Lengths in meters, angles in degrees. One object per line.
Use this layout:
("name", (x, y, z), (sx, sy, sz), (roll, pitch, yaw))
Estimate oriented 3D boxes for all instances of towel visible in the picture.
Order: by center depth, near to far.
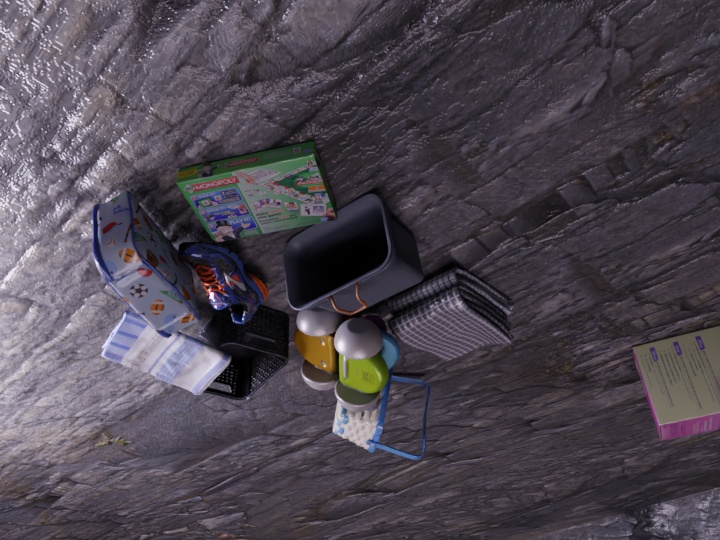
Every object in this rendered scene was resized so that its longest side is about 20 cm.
("towel", (-0.336, 0.148, 1.092), (0.198, 0.024, 0.147), (29, 133, -23))
("towel", (0.168, 0.091, 1.147), (0.164, 0.087, 0.198), (-31, 136, 33))

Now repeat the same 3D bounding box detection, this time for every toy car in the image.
("toy car", (-0.016, 0.133, 1.122), (0.198, 0.149, 0.178), (24, 130, 32))

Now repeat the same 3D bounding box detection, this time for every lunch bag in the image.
("lunch bag", (-0.307, -0.007, 0.914), (0.075, 0.161, 0.202), (-27, 136, -2))

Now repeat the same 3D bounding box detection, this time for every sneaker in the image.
("sneaker", (-0.218, 0.020, 1.005), (0.074, 0.080, 0.200), (0, 149, 33))

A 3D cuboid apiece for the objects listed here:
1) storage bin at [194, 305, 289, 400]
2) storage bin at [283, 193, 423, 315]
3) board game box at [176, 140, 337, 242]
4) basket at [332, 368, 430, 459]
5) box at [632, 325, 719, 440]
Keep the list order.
("storage bin", (-0.231, 0.153, 1.188), (0.133, 0.095, 0.200), (20, 138, -29))
("storage bin", (0.000, 0.000, 0.978), (0.198, 0.148, 0.133), (-28, 148, 29))
("board game box", (-0.142, -0.107, 0.901), (0.196, 0.030, 0.136), (-9, 142, 8))
("basket", (0.048, 0.297, 1.336), (0.196, 0.179, 0.140), (15, 138, -6))
("box", (0.692, 0.232, 1.306), (0.196, 0.179, 0.097), (-18, 142, 18))
